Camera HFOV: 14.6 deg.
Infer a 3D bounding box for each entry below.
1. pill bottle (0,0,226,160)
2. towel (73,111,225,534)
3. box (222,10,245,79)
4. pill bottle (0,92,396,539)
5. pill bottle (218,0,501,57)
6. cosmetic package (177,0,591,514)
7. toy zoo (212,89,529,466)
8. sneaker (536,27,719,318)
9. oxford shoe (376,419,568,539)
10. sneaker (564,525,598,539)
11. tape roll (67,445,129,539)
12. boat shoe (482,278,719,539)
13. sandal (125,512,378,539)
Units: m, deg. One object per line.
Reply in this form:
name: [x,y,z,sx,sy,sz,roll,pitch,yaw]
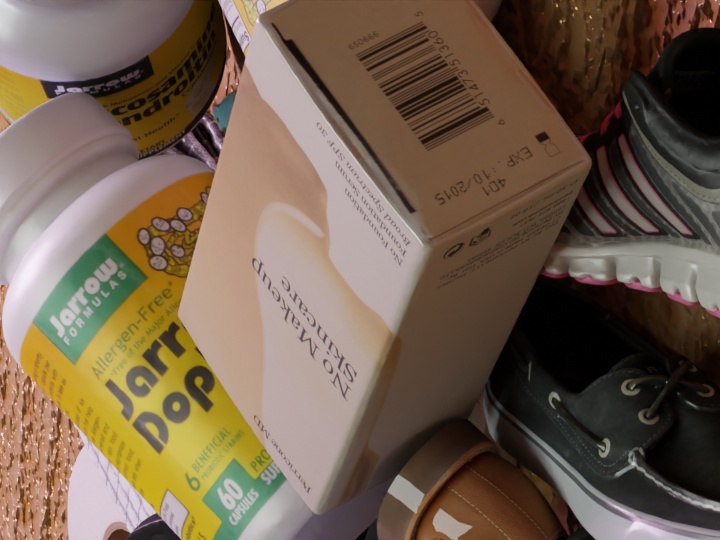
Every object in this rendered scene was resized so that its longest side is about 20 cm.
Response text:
pill bottle: [-0.117,-0.122,1.183,0.200,0.111,0.113,82,167,-76]
towel: [-0.082,0.031,1.330,0.200,0.085,0.166,58,152,35]
box: [-0.022,-0.122,1.207,0.163,0.021,0.201,-7,98,65]
pill bottle: [-0.071,0.026,1.128,0.200,0.113,0.113,46,146,14]
pill bottle: [-0.011,-0.133,1.075,0.201,0.104,0.104,63,153,6]
cosmetic package: [0.002,-0.009,0.981,0.105,0.071,0.200,53,153,20]
toy zoo: [0.001,-0.014,1.174,0.200,0.020,0.132,45,149,35]
sneaker: [0.107,-0.040,0.939,0.200,0.073,0.088,18,116,58]
oxford shoe: [0.054,0.131,1.092,0.071,0.071,0.200,38,166,22]
sneaker: [0.089,0.181,1.049,0.088,0.074,0.201,27,131,62]
tape roll: [-0.101,0.181,1.505,0.203,0.037,0.204,41,139,50]
boat shoe: [0.099,0.056,1.006,0.200,0.068,0.057,32,130,58]
sandal: [-0.034,0.119,1.216,0.199,0.045,0.075,-26,101,40]
